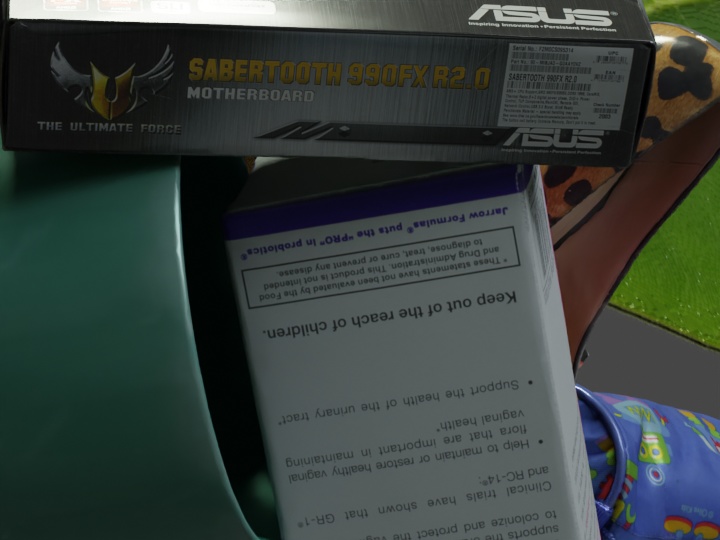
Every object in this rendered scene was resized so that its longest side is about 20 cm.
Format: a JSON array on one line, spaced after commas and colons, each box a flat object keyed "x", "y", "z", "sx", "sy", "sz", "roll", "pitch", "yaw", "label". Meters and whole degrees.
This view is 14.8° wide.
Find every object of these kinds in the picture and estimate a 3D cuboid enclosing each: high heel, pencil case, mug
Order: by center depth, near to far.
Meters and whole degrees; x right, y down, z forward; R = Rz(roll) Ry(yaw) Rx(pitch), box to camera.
[{"x": -0.091, "y": 0.038, "z": 0.914, "sx": 0.152, "sy": 0.113, "sz": 0.186, "roll": -85, "pitch": 164, "yaw": -59, "label": "mug"}, {"x": 0.083, "y": 0.013, "z": 1.004, "sx": 0.071, "sy": 0.142, "sz": 0.202, "roll": 4, "pitch": 84, "yaw": -46, "label": "high heel"}, {"x": 0.139, "y": 0.100, "z": 1.210, "sx": 0.199, "sy": 0.078, "sz": 0.087, "roll": 14, "pitch": 25, "yaw": -45, "label": "pencil case"}]

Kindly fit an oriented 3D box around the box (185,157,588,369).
[{"x": 0.000, "y": 0.000, "z": 1.052, "sx": 0.137, "sy": 0.040, "sz": 0.201, "roll": -51, "pitch": 121, "yaw": -36, "label": "box"}]

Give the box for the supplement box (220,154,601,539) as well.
[{"x": 0.025, "y": 0.058, "z": 0.933, "sx": 0.101, "sy": 0.103, "sz": 0.202, "roll": -69, "pitch": 148, "yaw": -76, "label": "supplement box"}]

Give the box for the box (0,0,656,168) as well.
[{"x": -0.017, "y": -0.097, "z": 0.893, "sx": 0.198, "sy": 0.049, "sz": 0.159, "roll": 2, "pitch": 35, "yaw": -8, "label": "box"}]
